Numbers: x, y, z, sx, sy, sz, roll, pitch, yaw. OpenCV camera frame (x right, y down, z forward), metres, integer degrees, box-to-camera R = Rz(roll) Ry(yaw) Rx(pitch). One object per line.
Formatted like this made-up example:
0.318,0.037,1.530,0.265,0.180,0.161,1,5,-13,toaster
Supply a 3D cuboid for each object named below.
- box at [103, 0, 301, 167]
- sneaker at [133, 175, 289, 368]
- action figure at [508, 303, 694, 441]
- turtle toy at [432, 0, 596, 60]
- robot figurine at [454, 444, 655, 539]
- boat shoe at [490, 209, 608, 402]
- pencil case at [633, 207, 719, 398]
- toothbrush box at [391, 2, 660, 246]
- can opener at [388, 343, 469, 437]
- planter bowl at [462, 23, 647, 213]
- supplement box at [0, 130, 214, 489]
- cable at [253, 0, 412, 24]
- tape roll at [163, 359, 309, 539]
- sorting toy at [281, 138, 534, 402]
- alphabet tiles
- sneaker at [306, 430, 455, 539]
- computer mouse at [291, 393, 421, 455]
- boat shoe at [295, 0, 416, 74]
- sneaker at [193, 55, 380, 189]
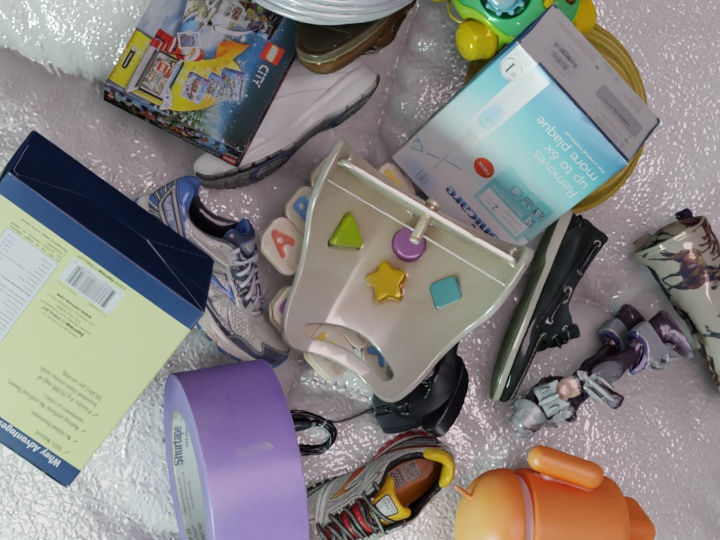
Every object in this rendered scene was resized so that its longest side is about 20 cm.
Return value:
-0.126,-0.210,1.568,0.136,0.038,0.201,27,69,-2,box
-0.122,0.001,1.568,0.085,0.077,0.200,-36,101,17,sneaker
0.218,0.106,1.659,0.199,0.130,0.070,-33,97,-25,action figure
0.136,-0.293,1.633,0.145,0.101,0.201,-16,62,-21,turtle toy
0.175,0.244,1.645,0.198,0.144,0.117,6,59,-16,robot figurine
0.184,0.041,1.672,0.066,0.075,0.201,23,75,-4,boat shoe
0.347,0.041,1.714,0.078,0.089,0.201,-34,100,-8,pencil case
0.148,-0.119,1.587,0.147,0.200,0.085,47,46,-4,toothbrush box
0.076,0.053,1.634,0.063,0.079,0.201,8,67,22,can opener
0.202,-0.154,1.675,0.199,0.083,0.202,0,90,-16,planter bowl
-0.262,0.032,1.477,0.199,0.134,0.200,36,105,-12,supplement box
-0.027,-0.299,1.544,0.198,0.070,0.201,-1,46,-14,cable
-0.111,0.182,1.519,0.084,0.200,0.202,-8,91,-17,tape roll
0.022,0.014,1.562,0.199,0.107,0.181,30,85,0,sorting toy
0.000,0.000,1.617,0.196,0.015,0.200,49,63,-22,alphabet tiles
0.002,0.216,1.612,0.199,0.082,0.078,-36,99,-12,sneaker
0.006,0.134,1.640,0.198,0.034,0.059,-15,94,-15,computer mouse
0.007,-0.228,1.590,0.071,0.068,0.200,17,47,24,boat shoe
-0.079,-0.146,1.610,0.200,0.075,0.087,-37,87,-20,sneaker
